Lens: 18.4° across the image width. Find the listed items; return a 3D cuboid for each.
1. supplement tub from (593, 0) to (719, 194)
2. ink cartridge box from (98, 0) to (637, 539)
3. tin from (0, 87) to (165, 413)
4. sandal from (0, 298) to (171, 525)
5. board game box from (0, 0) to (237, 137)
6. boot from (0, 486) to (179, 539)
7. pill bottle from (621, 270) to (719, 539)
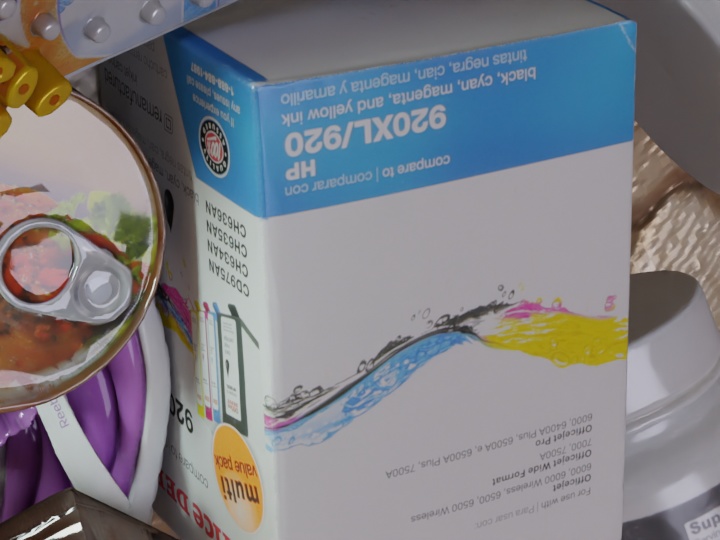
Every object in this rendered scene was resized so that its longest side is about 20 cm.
[{"bbox_3d":[0.191,-0.133,0.850,0.200,0.140,0.141,-38,123,-11],"label":"supplement tub"},{"bbox_3d":[0.000,0.000,0.793,0.143,0.147,0.202,-13,115,-25],"label":"ink cartridge box"},{"bbox_3d":[-0.156,-0.028,0.700,0.199,0.042,0.113,24,101,-27],"label":"tin"},{"bbox_3d":[-0.111,0.064,0.791,0.050,0.082,0.205,-31,129,-52],"label":"sandal"},{"bbox_3d":[-0.041,-0.148,0.644,0.199,0.026,0.201,-28,144,-30],"label":"board game box"},{"bbox_3d":[-0.129,0.180,0.801,0.199,0.064,0.187,-24,120,8],"label":"boot"},{"bbox_3d":[0.126,0.110,0.912,0.112,0.113,0.202,-26,105,-17],"label":"pill bottle"}]
